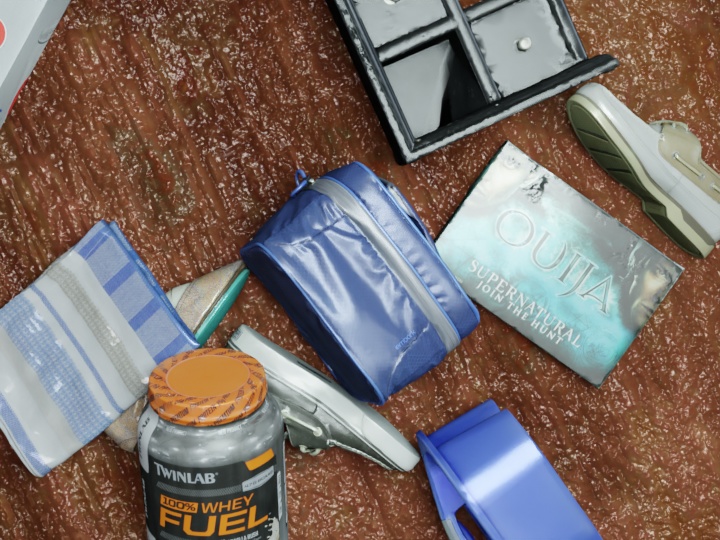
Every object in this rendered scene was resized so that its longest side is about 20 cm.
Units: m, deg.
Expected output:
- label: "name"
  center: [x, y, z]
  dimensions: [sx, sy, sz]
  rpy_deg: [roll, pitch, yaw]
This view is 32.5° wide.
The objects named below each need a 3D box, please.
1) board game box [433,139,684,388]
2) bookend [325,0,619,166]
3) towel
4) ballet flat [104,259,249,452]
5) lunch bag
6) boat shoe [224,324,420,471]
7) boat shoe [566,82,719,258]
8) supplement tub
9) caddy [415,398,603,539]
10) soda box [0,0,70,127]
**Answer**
- label: "board game box"
  center: [0.172, -0.005, 1.116]
  dimensions: [0.200, 0.028, 0.135]
  rpy_deg: [35, 93, -4]
- label: "bookend"
  center: [0.085, -0.220, 1.065]
  dimensions: [0.200, 0.092, 0.199]
  rpy_deg: [-24, 94, -1]
- label: "towel"
  center: [-0.252, 0.069, 1.075]
  dimensions: [0.200, 0.024, 0.147]
  rpy_deg: [-39, 81, 13]
- label: "ballet flat"
  center: [-0.174, 0.065, 1.091]
  dimensions: [0.067, 0.068, 0.200]
  rpy_deg: [31, 91, 3]
- label: "lunch bag"
  center: [0.000, 0.000, 1.053]
  dimensions: [0.132, 0.136, 0.200]
  rpy_deg: [-39, 100, -13]
- label: "boat shoe"
  center: [-0.041, 0.128, 1.101]
  dimensions: [0.200, 0.071, 0.064]
  rpy_deg: [34, 92, 4]
- label: "boat shoe"
  center: [0.258, -0.100, 1.082]
  dimensions: [0.068, 0.075, 0.200]
  rpy_deg: [-47, 116, -2]
- label: "supplement tub"
  center: [-0.124, 0.175, 1.044]
  dimensions: [0.122, 0.123, 0.201]
  rpy_deg: [-2, 115, -2]
- label: "caddy"
  center: [0.124, 0.209, 1.075]
  dimensions: [0.105, 0.141, 0.200]
  rpy_deg: [-36, 94, -4]
- label: "soda box"
  center: [-0.329, -0.170, 1.065]
  dimensions: [0.063, 0.068, 0.200]
  rpy_deg: [29, 92, -3]
